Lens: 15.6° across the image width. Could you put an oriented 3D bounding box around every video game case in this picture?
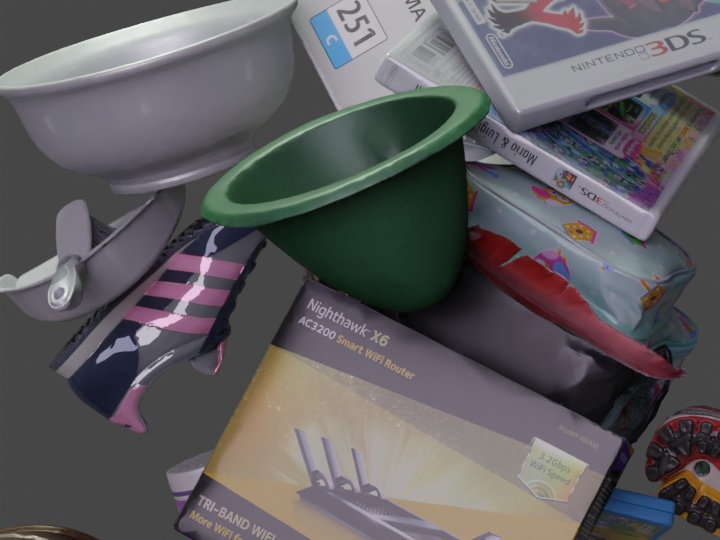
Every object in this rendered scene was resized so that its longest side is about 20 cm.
[{"bbox_3d":[0.124,-0.183,1.538,0.182,0.023,0.200,-18,59,-20],"label":"video game case"},{"bbox_3d":[0.070,0.136,1.533,0.200,0.143,0.018,13,72,-5],"label":"video game case"},{"bbox_3d":[0.118,-0.102,1.564,0.182,0.200,0.024,32,117,6],"label":"video game case"}]

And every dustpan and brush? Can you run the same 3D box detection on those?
[{"bbox_3d":[-0.173,-0.005,1.630,0.140,0.200,0.057,-31,116,8],"label":"dustpan and brush"}]

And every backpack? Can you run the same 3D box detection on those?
[{"bbox_3d":[0.109,0.025,1.542,0.176,0.200,0.153,31,96,19],"label":"backpack"}]

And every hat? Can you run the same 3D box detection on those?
[{"bbox_3d":[0.029,0.010,1.430,0.166,0.200,0.176,-31,108,-23],"label":"hat"}]

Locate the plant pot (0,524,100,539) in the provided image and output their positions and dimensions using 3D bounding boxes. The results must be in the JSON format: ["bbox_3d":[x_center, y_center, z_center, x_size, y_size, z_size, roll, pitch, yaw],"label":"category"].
[{"bbox_3d":[-0.234,0.244,1.591,0.200,0.198,0.200,-3,78,13],"label":"plant pot"}]

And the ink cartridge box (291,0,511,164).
[{"bbox_3d":[0.071,-0.129,1.669,0.176,0.045,0.200,-30,74,8],"label":"ink cartridge box"}]

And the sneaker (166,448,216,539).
[{"bbox_3d":[-0.009,0.143,1.632,0.200,0.073,0.114,-20,94,4],"label":"sneaker"}]

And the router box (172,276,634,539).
[{"bbox_3d":[0.024,0.118,1.416,0.200,0.052,0.157,26,85,15],"label":"router box"}]

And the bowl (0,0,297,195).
[{"bbox_3d":[-0.124,-0.104,1.655,0.201,0.201,0.090,-13,103,11],"label":"bowl"}]

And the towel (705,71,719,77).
[{"bbox_3d":[0.242,-0.211,1.630,0.149,0.031,0.200,10,69,15],"label":"towel"}]

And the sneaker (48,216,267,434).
[{"bbox_3d":[-0.102,0.019,1.682,0.200,0.070,0.082,-42,97,0],"label":"sneaker"}]

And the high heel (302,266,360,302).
[{"bbox_3d":[0.000,0.000,1.580,0.071,0.200,0.143,-1,102,-6],"label":"high heel"}]

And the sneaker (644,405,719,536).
[{"bbox_3d":[0.263,0.141,1.551,0.200,0.082,0.078,37,108,1],"label":"sneaker"}]
